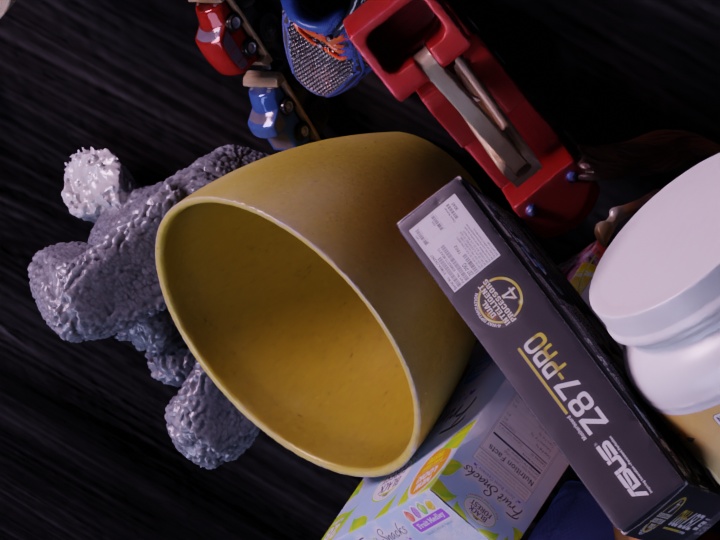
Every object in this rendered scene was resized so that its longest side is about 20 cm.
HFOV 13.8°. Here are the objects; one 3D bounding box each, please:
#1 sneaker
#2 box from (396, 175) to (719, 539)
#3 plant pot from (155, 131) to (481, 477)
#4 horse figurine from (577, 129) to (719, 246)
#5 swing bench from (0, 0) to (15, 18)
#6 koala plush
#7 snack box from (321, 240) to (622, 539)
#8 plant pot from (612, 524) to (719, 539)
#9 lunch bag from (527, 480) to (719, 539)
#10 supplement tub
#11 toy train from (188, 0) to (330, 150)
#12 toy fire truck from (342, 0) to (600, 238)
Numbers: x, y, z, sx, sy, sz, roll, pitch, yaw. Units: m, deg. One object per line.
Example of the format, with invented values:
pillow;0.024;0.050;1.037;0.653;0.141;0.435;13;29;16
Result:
sneaker;-0.019;-0.155;1.626;0.075;0.079;0.200;30;151;11
box;0.111;0.051;1.557;0.200;0.049;0.161;53;-170;16
plant pot;0.000;0.000;1.756;0.200;0.142;0.200;32;145;25
horse figurine;0.199;0.001;1.604;0.200;0.132;0.050;59;158;-3
swing bench;-0.179;-0.254;1.521;0.129;0.199;0.200;11;144;36
koala plush;-0.115;-0.002;1.913;0.177;0.184;0.200;46;171;-20
snack box;0.078;0.094;1.770;0.068;0.200;0.169;39;151;-8
plant pot;0.233;0.145;1.711;0.200;0.200;0.140;43;166;-15
lunch bag;0.174;0.239;1.957;0.199;0.132;0.136;15;145;32
supplement tub;0.223;0.048;1.505;0.200;0.145;0.144;48;149;-19
toy train;-0.074;-0.139;1.742;0.034;0.046;0.200;5;140;42
toy fire truck;0.064;-0.086;1.593;0.200;0.049;0.141;48;-172;-22
